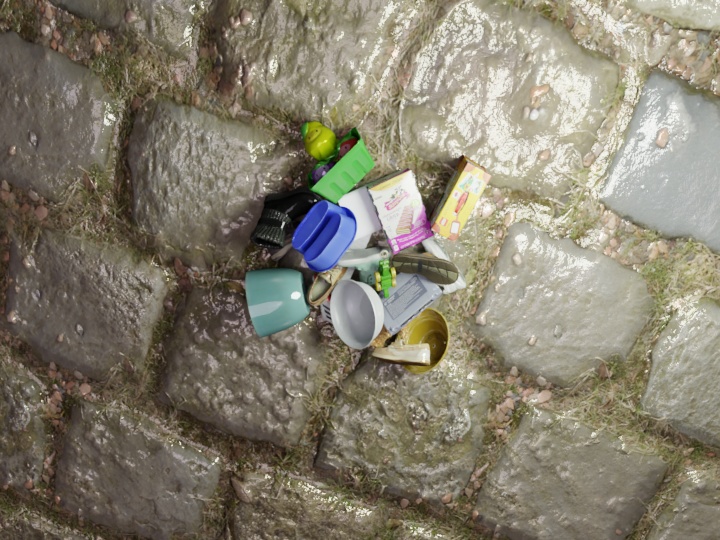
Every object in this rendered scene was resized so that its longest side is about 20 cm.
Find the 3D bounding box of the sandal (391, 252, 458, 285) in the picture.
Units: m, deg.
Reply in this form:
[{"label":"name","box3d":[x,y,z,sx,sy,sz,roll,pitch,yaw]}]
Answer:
[{"label":"sandal","box3d":[0.187,-0.016,1.627,0.195,0.055,0.083,11,127,7]}]

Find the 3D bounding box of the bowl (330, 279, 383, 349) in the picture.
[{"label":"bowl","box3d":[0.005,0.121,1.670,0.198,0.089,0.207,13,108,45]}]

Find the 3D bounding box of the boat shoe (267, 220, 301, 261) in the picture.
[{"label":"boat shoe","box3d":[-0.208,-0.111,1.692,0.199,0.075,0.074,-39,102,15]}]

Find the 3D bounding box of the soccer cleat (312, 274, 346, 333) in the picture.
[{"label":"soccer cleat","box3d":[-0.102,0.106,1.760,0.084,0.069,0.202,-30,105,20]}]

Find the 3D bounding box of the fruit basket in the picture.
[{"label":"fruit basket","box3d":[-0.085,-0.325,1.578,0.210,0.156,0.220,-4,118,-7]}]

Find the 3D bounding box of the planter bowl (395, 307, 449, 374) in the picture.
[{"label":"planter bowl","box3d":[0.207,0.222,1.735,0.201,0.202,0.083,-46,137,18]}]

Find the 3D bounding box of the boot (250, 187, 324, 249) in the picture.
[{"label":"boot","box3d":[-0.207,-0.143,1.617,0.207,0.161,0.080,-7,143,28]}]

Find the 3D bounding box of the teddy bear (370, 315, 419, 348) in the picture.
[{"label":"teddy bear","box3d":[0.090,0.152,1.740,0.196,0.067,0.148,-21,70,18]}]

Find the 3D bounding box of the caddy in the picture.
[{"label":"caddy","box3d":[-0.096,-0.095,1.589,0.201,0.104,0.141,-51,55,9]}]

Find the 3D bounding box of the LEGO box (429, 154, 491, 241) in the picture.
[{"label":"LEGO box","box3d":[0.272,-0.202,1.573,0.076,0.149,0.203,26,109,-4]}]

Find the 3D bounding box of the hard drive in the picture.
[{"label":"hard drive","box3d":[0.044,-0.186,1.643,0.196,0.026,0.134,-23,105,-1]}]

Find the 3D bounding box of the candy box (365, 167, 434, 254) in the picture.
[{"label":"candy box","box3d":[0.113,-0.169,1.611,0.134,0.061,0.204,-24,107,-1]}]

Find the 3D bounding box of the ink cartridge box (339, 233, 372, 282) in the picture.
[{"label":"ink cartridge box","box3d":[-0.043,-0.057,1.713,0.093,0.037,0.203,26,110,-4]}]

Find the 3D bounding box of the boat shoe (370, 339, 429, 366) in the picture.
[{"label":"boat shoe","box3d":[0.123,0.243,1.698,0.196,0.073,0.071,0,69,32]}]

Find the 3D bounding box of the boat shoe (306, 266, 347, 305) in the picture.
[{"label":"boat shoe","box3d":[-0.092,0.018,1.669,0.075,0.074,0.203,29,93,-1]}]

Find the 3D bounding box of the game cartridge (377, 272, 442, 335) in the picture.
[{"label":"game cartridge","box3d":[0.132,0.077,1.682,0.199,0.041,0.134,-41,64,12]}]

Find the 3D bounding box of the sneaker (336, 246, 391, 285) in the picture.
[{"label":"sneaker","box3d":[0.000,0.000,1.666,0.197,0.074,0.121,-7,120,-36]}]

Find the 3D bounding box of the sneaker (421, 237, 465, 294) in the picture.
[{"label":"sneaker","box3d":[0.226,-0.009,1.684,0.098,0.078,0.202,-32,102,18]}]

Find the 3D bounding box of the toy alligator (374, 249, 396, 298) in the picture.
[{"label":"toy alligator","box3d":[0.067,-0.002,1.626,0.058,0.055,0.203,-13,137,-6]}]

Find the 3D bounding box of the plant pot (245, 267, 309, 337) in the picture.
[{"label":"plant pot","box3d":[-0.240,0.085,1.702,0.157,0.201,0.205,-11,108,1]}]
